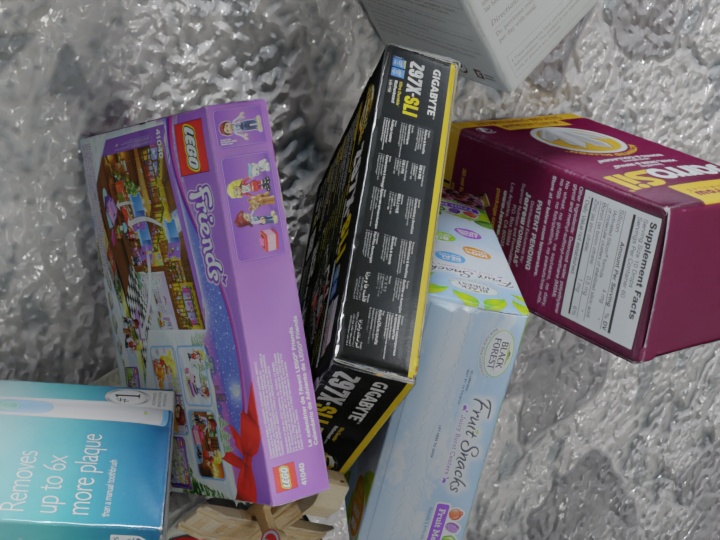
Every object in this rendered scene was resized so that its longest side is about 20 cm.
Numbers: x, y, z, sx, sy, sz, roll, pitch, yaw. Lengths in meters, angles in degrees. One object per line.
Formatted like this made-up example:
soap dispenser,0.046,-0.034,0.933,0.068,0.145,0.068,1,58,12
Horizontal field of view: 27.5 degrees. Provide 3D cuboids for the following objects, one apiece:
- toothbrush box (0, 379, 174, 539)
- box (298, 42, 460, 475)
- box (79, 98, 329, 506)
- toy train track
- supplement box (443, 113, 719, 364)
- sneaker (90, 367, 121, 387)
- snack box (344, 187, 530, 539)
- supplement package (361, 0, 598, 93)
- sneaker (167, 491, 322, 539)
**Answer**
toothbrush box,-0.192,0.117,0.707,0.199,0.146,0.086,3,110,-5
box,0.000,0.000,0.826,0.049,0.160,0.201,16,59,-11
box,-0.085,0.019,0.776,0.039,0.137,0.201,-12,95,-37
toy train track,-0.082,0.180,0.832,0.200,0.033,0.115,-39,146,22
supplement box,0.157,-0.029,0.970,0.131,0.200,0.104,-8,115,-40
sneaker,-0.156,0.133,0.867,0.200,0.075,0.085,-42,154,-27
snack box,0.036,0.057,0.894,0.067,0.200,0.169,12,111,-7
supplement package,0.049,-0.222,0.842,0.117,0.117,0.200,-46,133,-15
sneaker,-0.084,0.169,0.926,0.085,0.077,0.200,-42,154,5
